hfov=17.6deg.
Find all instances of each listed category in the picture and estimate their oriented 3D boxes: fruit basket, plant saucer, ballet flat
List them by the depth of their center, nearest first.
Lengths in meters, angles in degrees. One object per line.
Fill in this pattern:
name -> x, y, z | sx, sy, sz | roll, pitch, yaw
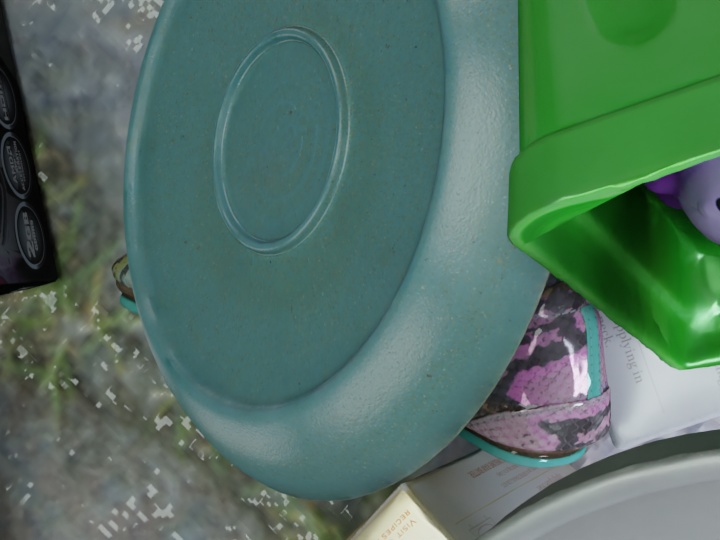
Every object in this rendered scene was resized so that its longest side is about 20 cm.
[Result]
fruit basket -> 0.134, -0.002, 0.566 | 0.155, 0.216, 0.216 | -19, 86, 16
plant saucer -> -0.015, -0.035, 0.662 | 0.200, 0.027, 0.200 | -14, 73, 52
ballet flat -> 0.000, 0.000, 0.723 | 0.200, 0.069, 0.071 | 19, 109, 43

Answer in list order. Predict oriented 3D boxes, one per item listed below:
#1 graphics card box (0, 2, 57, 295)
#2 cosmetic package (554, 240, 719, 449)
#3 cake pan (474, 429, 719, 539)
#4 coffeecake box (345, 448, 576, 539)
graphics card box -> -0.169, -0.047, 0.730 | 0.051, 0.200, 0.126 | -13, 87, 17
cosmetic package -> 0.157, -0.025, 0.700 | 0.200, 0.074, 0.102 | -19, 87, 15
cake pan -> 0.094, 0.119, 0.529 | 0.200, 0.037, 0.200 | 3, 116, 6
coffeecake box -> 0.079, 0.148, 0.686 | 0.200, 0.153, 0.073 | 46, 104, 11
